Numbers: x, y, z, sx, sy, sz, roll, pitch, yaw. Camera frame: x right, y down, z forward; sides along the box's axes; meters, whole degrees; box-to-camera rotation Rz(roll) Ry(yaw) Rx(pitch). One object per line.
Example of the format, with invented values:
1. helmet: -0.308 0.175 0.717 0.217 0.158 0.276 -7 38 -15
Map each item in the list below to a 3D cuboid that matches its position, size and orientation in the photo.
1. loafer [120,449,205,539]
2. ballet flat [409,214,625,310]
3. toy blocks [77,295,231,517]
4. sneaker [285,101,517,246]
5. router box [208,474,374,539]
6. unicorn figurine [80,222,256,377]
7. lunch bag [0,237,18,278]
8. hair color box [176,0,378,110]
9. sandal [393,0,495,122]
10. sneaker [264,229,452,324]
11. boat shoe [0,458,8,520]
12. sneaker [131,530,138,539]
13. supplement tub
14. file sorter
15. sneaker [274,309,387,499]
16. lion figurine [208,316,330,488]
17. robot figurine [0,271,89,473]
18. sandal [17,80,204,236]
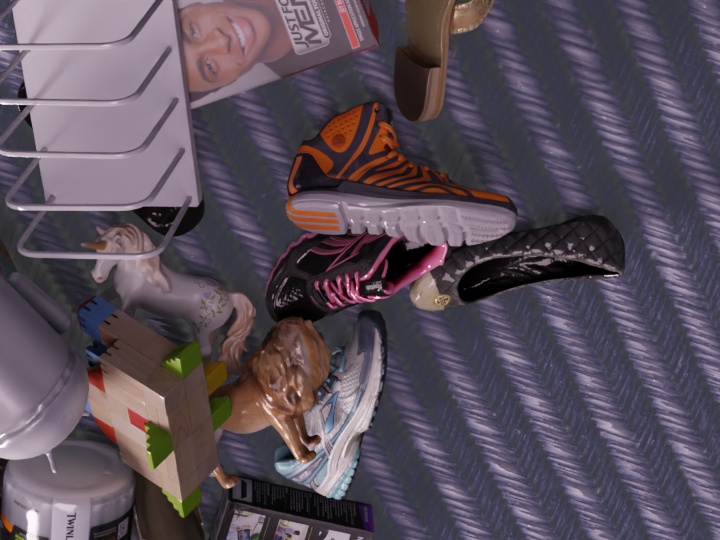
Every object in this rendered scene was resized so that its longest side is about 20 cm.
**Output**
1. loafer: -0.175 0.248 1.745 0.075 0.070 0.201 -17 95 -28
2. ballet flat: 0.140 0.000 1.659 0.199 0.057 0.067 -17 145 7
3. toy blocks: -0.199 0.111 1.631 0.137 0.100 0.200 29 145 26
4. sneaker: 0.039 -0.088 1.578 0.199 0.112 0.078 7 155 4
5. router box: -0.085 0.309 1.819 0.149 0.051 0.200 14 116 -10
6. unicorn figurine: -0.187 0.027 1.671 0.199 0.074 0.138 10 121 -28
7. lunch bag: -0.384 0.078 1.649 0.200 0.122 0.171 -23 113 -2
8. hair color box: -0.094 -0.210 1.554 0.199 0.061 0.102 -18 116 9
9. sandal: 0.080 -0.227 1.559 0.069 0.078 0.212 -13 129 -30
10. sneaker: 0.000 0.000 1.643 0.200 0.095 0.079 -29 116 14
11. boat shoe: -0.369 0.203 1.753 0.200 0.065 0.072 32 110 -17
12. sneaker: -0.239 0.343 1.820 0.071 0.073 0.201 -3 118 -10
13. supplement tub: -0.276 0.268 1.717 0.122 0.123 0.201 6 112 -4
14. file sorter: -0.222 -0.119 1.504 0.138 0.125 0.201 1 120 11
15. sneaker: -0.029 0.123 1.715 0.086 0.078 0.200 15 115 -5
16. lion figurine: -0.108 0.125 1.678 0.200 0.072 0.123 -22 103 18
17. robot figurine: -0.307 0.079 1.546 0.113 0.170 0.200 -12 126 48
18. sandal: -0.215 -0.101 1.615 0.075 0.045 0.200 -41 111 19
